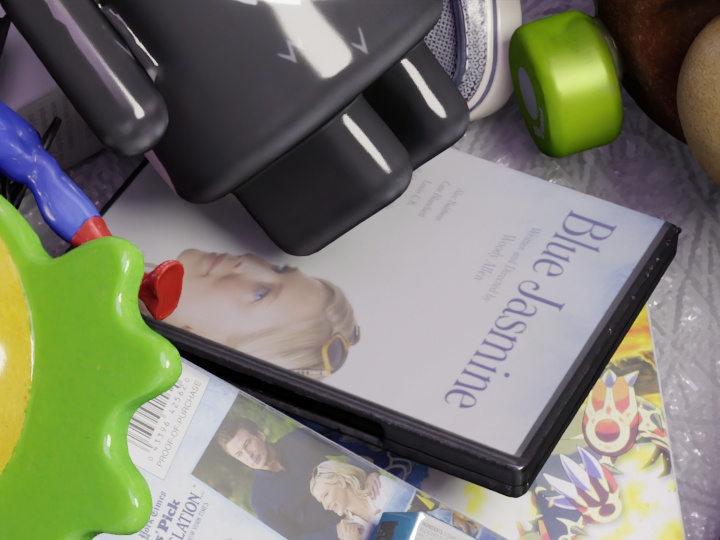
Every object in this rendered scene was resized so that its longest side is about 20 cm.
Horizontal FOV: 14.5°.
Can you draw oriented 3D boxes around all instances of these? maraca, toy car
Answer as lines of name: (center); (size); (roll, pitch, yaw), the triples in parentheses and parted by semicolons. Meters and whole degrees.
maraca: (-0.140, 0.034, 0.919); (0.199, 0.107, 0.138); (13, 94, 35)
toy car: (0.157, -0.084, 1.031); (0.163, 0.158, 0.200); (-16, 36, -8)

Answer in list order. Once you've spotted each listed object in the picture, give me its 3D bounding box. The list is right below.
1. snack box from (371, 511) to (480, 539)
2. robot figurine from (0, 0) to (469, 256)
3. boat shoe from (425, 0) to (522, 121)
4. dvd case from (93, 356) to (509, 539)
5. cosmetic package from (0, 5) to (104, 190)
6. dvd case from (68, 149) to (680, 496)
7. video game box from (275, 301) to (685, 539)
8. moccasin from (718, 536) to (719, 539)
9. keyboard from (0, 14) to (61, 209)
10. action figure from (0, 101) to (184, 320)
snack box: (0.076, 0.176, 0.974); (0.199, 0.037, 0.117); (28, 75, -18)
robot figurine: (-0.049, -0.106, 1.010); (0.125, 0.150, 0.200); (-37, 95, 7)
boat shoe: (-0.007, -0.149, 1.118); (0.093, 0.074, 0.201); (-15, 83, -50)
dvd case: (-0.028, 0.128, 0.969); (0.199, 0.018, 0.143); (30, 71, -16)
cosmetic package: (-0.131, -0.099, 1.130); (0.199, 0.071, 0.102); (-31, 70, -16)
dvd case: (0.000, 0.000, 1.056); (0.199, 0.018, 0.143); (20, 46, 19)
video game box: (0.019, 0.088, 1.062); (0.199, 0.047, 0.183); (-5, 68, -5)
moccasin: (0.215, 0.063, 1.067); (0.080, 0.068, 0.200); (39, 69, 15)
keyboard: (-0.175, -0.006, 1.037); (0.103, 0.040, 0.201); (12, 64, 3)
action figure: (-0.145, -0.064, 0.995); (0.065, 0.099, 0.200); (-37, 68, -20)
